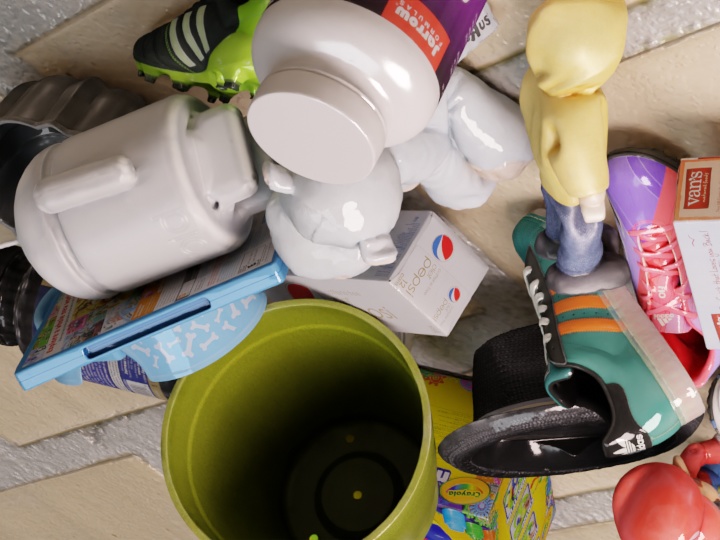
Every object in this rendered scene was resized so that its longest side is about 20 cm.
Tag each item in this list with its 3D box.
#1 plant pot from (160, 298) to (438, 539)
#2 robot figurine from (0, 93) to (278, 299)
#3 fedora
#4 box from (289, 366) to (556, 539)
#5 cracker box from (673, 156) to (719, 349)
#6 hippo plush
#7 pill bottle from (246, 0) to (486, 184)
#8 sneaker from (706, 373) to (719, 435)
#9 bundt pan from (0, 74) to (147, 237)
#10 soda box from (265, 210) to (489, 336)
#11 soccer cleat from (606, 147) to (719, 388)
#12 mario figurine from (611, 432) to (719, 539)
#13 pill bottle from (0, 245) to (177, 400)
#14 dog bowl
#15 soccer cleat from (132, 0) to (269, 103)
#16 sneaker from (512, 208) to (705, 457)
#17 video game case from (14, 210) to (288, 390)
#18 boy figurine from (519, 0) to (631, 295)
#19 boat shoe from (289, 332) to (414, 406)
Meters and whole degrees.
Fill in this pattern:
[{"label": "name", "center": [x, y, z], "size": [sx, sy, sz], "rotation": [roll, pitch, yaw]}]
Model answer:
[{"label": "plant pot", "center": [-0.023, 0.146, 1.536], "size": [0.200, 0.201, 0.193], "rotation": [13, 164, 20]}, {"label": "robot figurine", "center": [-0.153, -0.049, 1.399], "size": [0.200, 0.113, 0.170], "rotation": [-20, 162, 21]}, {"label": "fedora", "center": [0.149, 0.089, 1.508], "size": [0.200, 0.092, 0.201], "rotation": [-7, 160, -3]}, {"label": "box", "center": [0.046, 0.181, 1.729], "size": [0.200, 0.122, 0.193], "rotation": [12, 148, 20]}, {"label": "cracker box", "center": [0.305, -0.013, 1.277], "size": [0.200, 0.058, 0.134], "rotation": [-2, 141, 19]}, {"label": "hippo plush", "center": [0.023, -0.065, 1.329], "size": [0.159, 0.161, 0.200], "rotation": [29, 149, -6]}, {"label": "pill bottle", "center": [0.009, -0.150, 1.170], "size": [0.112, 0.200, 0.113], "rotation": [18, 149, 11]}, {"label": "sneaker", "center": [0.347, 0.134, 1.484], "size": [0.200, 0.076, 0.077], "rotation": [31, 153, -13]}, {"label": "bundt pan", "center": [-0.197, -0.074, 1.556], "size": [0.202, 0.076, 0.202], "rotation": [18, 148, 12]}, {"label": "soda box", "center": [0.000, 0.000, 1.498], "size": [0.068, 0.064, 0.200], "rotation": [42, 160, -28]}, {"label": "soccer cleat", "center": [0.209, -0.002, 1.378], "size": [0.068, 0.073, 0.200], "rotation": [3, 143, 32]}, {"label": "mario figurine", "center": [0.258, 0.186, 1.517], "size": [0.106, 0.124, 0.200], "rotation": [-17, 176, 20]}, {"label": "pill bottle", "center": [-0.217, 0.038, 1.707], "size": [0.200, 0.112, 0.112], "rotation": [12, 147, 21]}, {"label": "dog bowl", "center": [-0.163, 0.030, 1.516], "size": [0.200, 0.112, 0.050], "rotation": [-5, 125, 41]}, {"label": "soccer cleat", "center": [-0.093, -0.156, 1.373], "size": [0.067, 0.081, 0.200], "rotation": [17, 177, -29]}, {"label": "sneaker", "center": [0.147, 0.041, 1.392], "size": [0.200, 0.080, 0.071], "rotation": [55, 174, 36]}, {"label": "video game case", "center": [-0.136, 0.012, 1.424], "size": [0.200, 0.143, 0.018], "rotation": [-23, 109, 13]}, {"label": "boy figurine", "center": [0.134, -0.088, 1.279], "size": [0.064, 0.124, 0.200], "rotation": [-6, 123, -3]}, {"label": "boat shoe", "center": [-0.052, 0.084, 1.628], "size": [0.201, 0.070, 0.071], "rotation": [-26, 171, 21]}]
